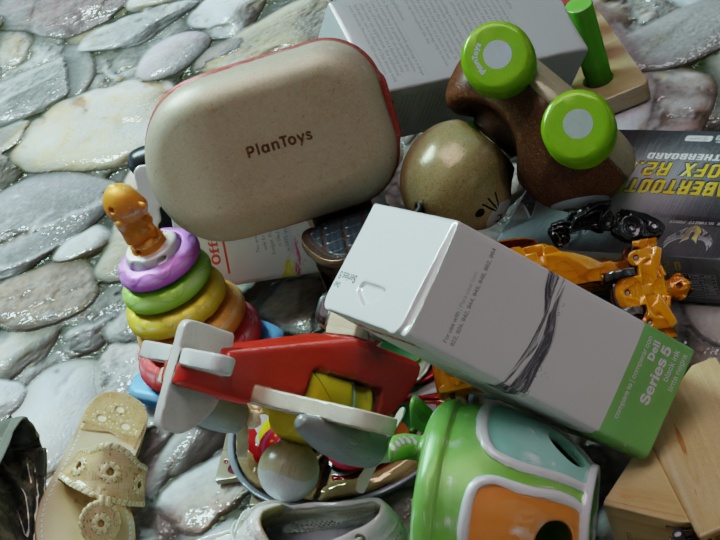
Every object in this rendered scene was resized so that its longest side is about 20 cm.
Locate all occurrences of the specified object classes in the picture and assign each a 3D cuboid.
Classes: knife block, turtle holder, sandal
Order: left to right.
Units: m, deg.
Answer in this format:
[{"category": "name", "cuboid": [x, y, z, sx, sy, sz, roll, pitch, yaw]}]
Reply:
[{"category": "sandal", "cuboid": [-0.196, 0.148, 1.462, 0.077, 0.070, 0.212, 15, 35, -7]}, {"category": "turtle holder", "cuboid": [0.092, 0.160, 1.281, 0.131, 0.186, 0.142, 4, 77, 11]}, {"category": "knife block", "cuboid": [0.256, 0.156, 1.239, 0.175, 0.064, 0.200, 10, 45, 36]}]

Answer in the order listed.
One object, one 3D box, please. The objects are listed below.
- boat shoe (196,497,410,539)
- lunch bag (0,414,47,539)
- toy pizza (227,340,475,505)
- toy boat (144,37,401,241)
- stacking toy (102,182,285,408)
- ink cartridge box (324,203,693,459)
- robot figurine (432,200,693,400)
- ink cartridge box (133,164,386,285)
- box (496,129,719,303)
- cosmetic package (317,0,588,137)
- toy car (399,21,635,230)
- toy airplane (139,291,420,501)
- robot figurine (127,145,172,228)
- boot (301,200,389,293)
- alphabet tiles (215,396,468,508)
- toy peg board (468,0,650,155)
[{"category": "boat shoe", "cuboid": [-0.064, 0.192, 1.354, 0.199, 0.070, 0.071, -14, 39, 13]}, {"category": "lunch bag", "cuboid": [-0.327, 0.202, 1.443, 0.163, 0.118, 0.201, -11, 41, 15]}, {"category": "toy pizza", "cuboid": [-0.010, 0.102, 1.467, 0.199, 0.032, 0.201, -14, 36, 10]}, {"category": "toy boat", "cuboid": [-0.069, -0.102, 1.507, 0.199, 0.131, 0.131, -16, 6, 3]}, {"category": "stacking toy", "cuboid": [-0.154, 0.009, 1.530, 0.116, 0.201, 0.110, 7, 44, 40]}, {"category": "ink cartridge box", "cuboid": [0.096, 0.039, 1.283, 0.084, 0.199, 0.145, -64, 23, -5]}, {"category": "robot figurine", "cuboid": [0.146, 0.029, 1.423, 0.198, 0.058, 0.146, -9, 79, -2]}, {"category": "ink cartridge box", "cuboid": [-0.080, -0.054, 1.617, 0.198, 0.116, 0.068, -9, 11, 5]}, {"category": "box", "cuboid": [0.226, -0.047, 1.535, 0.199, 0.049, 0.159, 4, 42, 32]}, {"category": "cosmetic package", "cuboid": [0.074, -0.180, 1.584, 0.199, 0.071, 0.102, -14, 61, -23]}, {"category": "toy car", "cuboid": [0.094, -0.064, 1.462, 0.158, 0.164, 0.200, 42, 92, 14]}, {"category": "toy airplane", "cuboid": [-0.061, 0.096, 1.358, 0.198, 0.142, 0.200, -1, 8, 6]}, {"category": "robot figurine", "cuboid": [-0.102, -0.093, 1.711, 0.199, 0.151, 0.125, -17, 8, 8]}, {"category": "boot", "cuboid": [0.000, 0.000, 1.489, 0.074, 0.098, 0.200, -17, 14, 2]}, {"category": "alphabet tiles", "cuboid": [-0.012, 0.114, 1.486, 0.199, 0.006, 0.167, -10, 37, 16]}, {"category": "toy peg board", "cuboid": [0.133, -0.206, 1.754, 0.199, 0.098, 0.200, -21, 35, 1]}]
